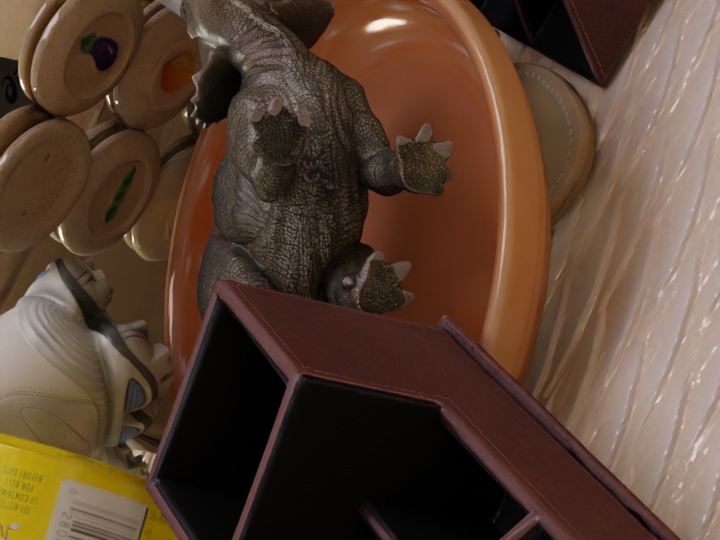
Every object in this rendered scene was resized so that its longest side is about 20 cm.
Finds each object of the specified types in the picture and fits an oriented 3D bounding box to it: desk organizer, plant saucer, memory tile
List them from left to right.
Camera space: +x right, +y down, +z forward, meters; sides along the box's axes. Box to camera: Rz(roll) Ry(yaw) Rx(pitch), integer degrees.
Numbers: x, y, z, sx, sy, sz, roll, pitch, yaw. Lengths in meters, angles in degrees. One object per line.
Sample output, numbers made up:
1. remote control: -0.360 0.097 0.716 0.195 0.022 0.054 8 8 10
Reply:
1. memory tile: -0.055 -0.093 0.825 0.017 0.153 0.200 33 101 25
2. plant saucer: 0.000 0.000 0.785 0.200 0.037 0.201 -19 66 53
3. desk organizer: 0.017 0.074 0.602 0.200 0.077 0.072 45 118 60
4. desk organizer: 0.049 -0.135 0.880 0.077 0.072 0.200 -59 21 6

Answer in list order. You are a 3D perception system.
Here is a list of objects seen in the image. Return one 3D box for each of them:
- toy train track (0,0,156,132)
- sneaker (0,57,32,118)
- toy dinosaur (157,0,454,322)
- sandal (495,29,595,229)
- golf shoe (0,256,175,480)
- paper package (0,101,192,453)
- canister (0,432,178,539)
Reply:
1. toy train track: -0.060 -0.084 0.876 0.032 0.200 0.115 27 108 33
2. sneaker: -0.166 -0.026 0.888 0.200 0.075 0.088 -62 1 5
3. toy dinosaur: -0.022 -0.011 0.739 0.102 0.077 0.201 -149 55 -71
4. sandal: 0.014 -0.066 0.867 0.078 0.070 0.212 -56 22 9
5. golf shoe: -0.125 0.077 0.862 0.097 0.078 0.200 -35 -26 -23
6. paper package: -0.101 -0.032 1.030 0.200 0.103 0.191 -65 22 -12
7. canister: -0.111 0.158 0.726 0.149 0.086 0.200 43 -118 -68
